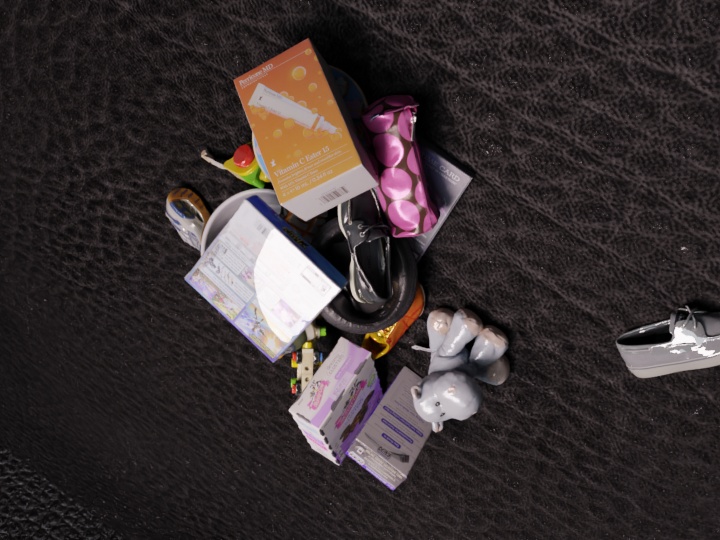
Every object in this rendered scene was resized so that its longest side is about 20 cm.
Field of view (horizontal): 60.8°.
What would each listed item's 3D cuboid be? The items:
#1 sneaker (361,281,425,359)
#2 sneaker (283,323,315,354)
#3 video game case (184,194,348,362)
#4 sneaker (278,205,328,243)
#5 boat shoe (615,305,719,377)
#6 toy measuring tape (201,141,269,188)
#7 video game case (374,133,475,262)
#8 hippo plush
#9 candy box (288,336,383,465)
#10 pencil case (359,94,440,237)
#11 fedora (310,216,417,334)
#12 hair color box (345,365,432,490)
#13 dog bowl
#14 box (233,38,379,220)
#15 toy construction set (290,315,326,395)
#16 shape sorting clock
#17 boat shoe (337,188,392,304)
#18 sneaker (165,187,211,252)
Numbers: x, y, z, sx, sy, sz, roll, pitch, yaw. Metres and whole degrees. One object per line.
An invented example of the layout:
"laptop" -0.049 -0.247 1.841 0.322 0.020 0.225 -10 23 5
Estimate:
"sneaker" 0.058 0.090 1.086 0.073 0.077 0.201 32 131 13
"sneaker" -0.180 0.076 1.121 0.200 0.090 0.067 40 145 18
"video game case" -0.150 0.015 0.966 0.200 0.045 0.181 43 113 -1
"sneaker" -0.096 -0.121 1.002 0.077 0.078 0.201 22 88 35
"boat shoe" 0.442 0.089 0.833 0.072 0.070 0.201 48 136 -9
"toy measuring tape" -0.208 -0.200 1.081 0.200 0.073 0.074 29 136 40
"video game case" 0.074 -0.116 0.972 0.143 0.019 0.200 36 133 7
"hippo plush" 0.139 0.165 1.024 0.199 0.161 0.160 -13 113 39
"candy box" -0.038 0.248 1.151 0.071 0.168 0.200 25 154 25
"pencil case" 0.062 -0.146 0.886 0.093 0.091 0.201 4 125 35
"fedora" 0.000 0.000 1.017 0.199 0.092 0.202 0 101 -2
"hair color box" 0.071 0.284 1.126 0.109 0.200 0.065 36 133 7
"dog bowl" -0.169 -0.035 1.066 0.200 0.201 0.079 32 175 11
"box" -0.074 -0.192 0.855 0.124 0.097 0.201 -25 76 11
"toy construction set" -0.100 0.176 1.198 0.092 0.131 0.201 -14 101 -5
"shape sorting clock" -0.079 -0.214 0.933 0.199 0.039 0.201 0 89 18
"boat shoe" 0.015 -0.043 0.915 0.066 0.074 0.201 16 111 56
"sneaker" -0.315 -0.073 1.235 0.200 0.075 0.088 53 145 1
